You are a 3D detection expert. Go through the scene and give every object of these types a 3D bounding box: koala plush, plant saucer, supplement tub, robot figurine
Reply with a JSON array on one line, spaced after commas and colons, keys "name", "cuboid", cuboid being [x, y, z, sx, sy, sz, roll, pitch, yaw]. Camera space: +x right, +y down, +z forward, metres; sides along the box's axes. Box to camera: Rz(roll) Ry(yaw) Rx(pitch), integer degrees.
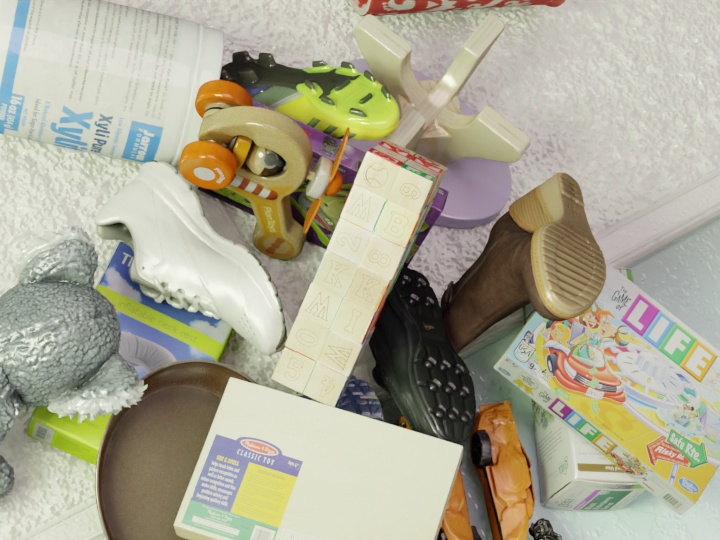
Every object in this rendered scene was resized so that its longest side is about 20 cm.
[{"name": "koala plush", "cuboid": [-0.270, 0.069, 1.413, 0.198, 0.184, 0.179, -19, 73, 0]}, {"name": "plant saucer", "cuboid": [-0.132, 0.173, 1.487, 0.199, 0.032, 0.202, 9, 75, -37]}, {"name": "supplement tub", "cuboid": [-0.226, -0.166, 1.593, 0.198, 0.132, 0.133, 12, 63, -10]}, {"name": "robot figurine", "cuboid": [0.098, 0.212, 1.559, 0.144, 0.058, 0.202, -3, 66, -17]}]

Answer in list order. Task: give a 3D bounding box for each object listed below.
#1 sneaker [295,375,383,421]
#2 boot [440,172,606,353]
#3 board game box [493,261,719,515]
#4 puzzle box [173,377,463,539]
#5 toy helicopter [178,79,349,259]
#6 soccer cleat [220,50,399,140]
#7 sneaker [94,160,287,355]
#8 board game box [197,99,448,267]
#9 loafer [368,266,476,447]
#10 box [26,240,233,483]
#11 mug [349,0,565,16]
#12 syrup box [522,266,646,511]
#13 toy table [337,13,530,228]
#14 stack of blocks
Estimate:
[{"name": "sneaker", "cuboid": [-0.010, 0.172, 1.539, 0.076, 0.086, 0.201, -8, 46, -16]}, {"name": "boot", "cuboid": [0.128, 0.022, 1.561, 0.072, 0.167, 0.201, 33, 29, -14]}, {"name": "board game box", "cuboid": [0.229, 0.091, 1.576, 0.200, 0.034, 0.135, 38, 61, 2]}, {"name": "puzzle box", "cuboid": [-0.032, 0.171, 1.453, 0.198, 0.025, 0.134, 16, 65, 10]}, {"name": "toy helicopter", "cuboid": [-0.069, -0.071, 1.559, 0.131, 0.201, 0.079, 5, 58, 10]}, {"name": "soccer cleat", "cuboid": [-0.044, -0.137, 1.620, 0.199, 0.084, 0.065, 15, 42, 34]}, {"name": "sneaker", "cuboid": [-0.138, 0.003, 1.532, 0.087, 0.075, 0.200, -38, 70, -22]}, {"name": "board game box", "cuboid": [-0.034, -0.069, 1.613, 0.199, 0.120, 0.032, 25, 57, -5]}, {"name": "loafer", "cuboid": [0.046, 0.083, 1.566, 0.068, 0.071, 0.201, 14, 38, -29]}, {"name": "box", "cuboid": [-0.181, 0.070, 1.548, 0.121, 0.048, 0.201, 25, 62, -5]}, {"name": "mug", "cuboid": [0.082, -0.309, 1.776, 0.198, 0.177, 0.135, -10, 106, -16]}, {"name": "syrup box", "cuboid": [0.199, 0.102, 1.627, 0.081, 0.079, 0.202, 3, 65, -16]}, {"name": "toy table", "cuboid": [0.063, -0.139, 1.677, 0.199, 0.117, 0.185, 28, 61, -2]}, {"name": "stack of blocks", "cuboid": [0.000, 0.000, 1.516, 0.058, 0.115, 0.201, 24, 101, 4]}]
